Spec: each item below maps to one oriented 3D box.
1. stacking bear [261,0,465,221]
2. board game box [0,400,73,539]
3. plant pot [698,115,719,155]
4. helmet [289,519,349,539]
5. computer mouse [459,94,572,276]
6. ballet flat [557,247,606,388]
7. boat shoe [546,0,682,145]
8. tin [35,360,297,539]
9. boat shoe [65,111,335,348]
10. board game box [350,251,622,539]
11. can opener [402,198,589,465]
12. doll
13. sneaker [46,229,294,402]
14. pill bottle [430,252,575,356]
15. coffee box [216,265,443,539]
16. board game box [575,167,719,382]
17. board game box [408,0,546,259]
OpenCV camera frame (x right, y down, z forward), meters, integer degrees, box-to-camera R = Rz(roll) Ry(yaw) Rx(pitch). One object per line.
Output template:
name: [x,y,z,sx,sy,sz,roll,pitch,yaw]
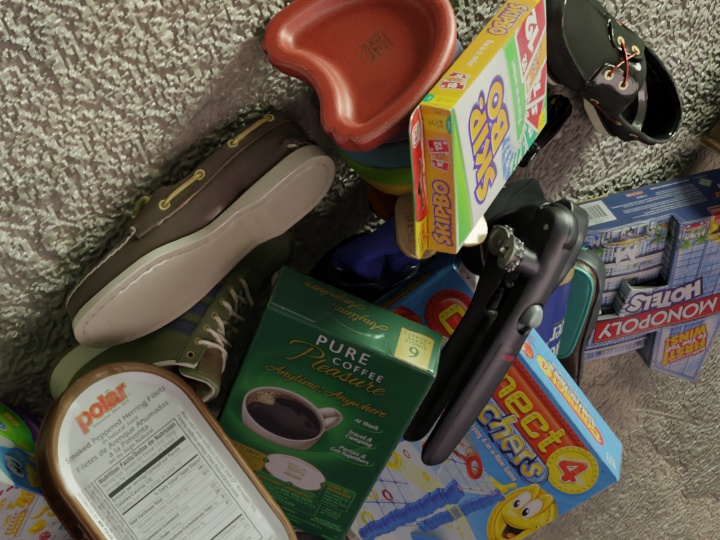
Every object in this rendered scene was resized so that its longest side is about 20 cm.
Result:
stacking bear: [0.029,-0.096,0.957,0.113,0.122,0.201,-35,149,-4]
board game box: [-0.269,0.133,0.880,0.105,0.103,0.200,-48,141,6]
plant pot: [0.416,-0.157,1.191,0.199,0.200,0.201,9,109,-45]
helmet: [-0.085,0.257,1.089,0.188,0.200,0.202,-20,135,-19]
computer mouse: [0.113,-0.070,1.033,0.034,0.201,0.058,44,133,-18]
ballet flat: [0.159,0.067,1.192,0.072,0.073,0.202,-7,125,-38]
boat shoe: [0.184,-0.155,1.060,0.201,0.062,0.075,35,73,-51]
tin: [-0.115,0.147,0.876,0.112,0.201,0.042,-36,178,-31]
boat shoe: [-0.110,-0.028,0.921,0.199,0.060,0.072,-38,153,-9]
board game box: [0.057,0.116,1.052,0.195,0.201,0.056,-36,-171,23]
can opener: [0.088,0.042,0.944,0.078,0.063,0.202,22,102,-33]
doll: [0.000,0.000,0.981,0.135,0.049,0.200,-13,167,-32]
sneaker: [-0.110,0.049,0.961,0.199,0.090,0.067,-38,140,-10]
pill bottle: [0.099,0.061,1.115,0.111,0.111,0.203,-8,116,-37]
coffee box: [-0.032,0.097,0.976,0.044,0.121,0.201,-70,-177,-48]
board game box: [0.254,0.021,1.258,0.197,0.062,0.202,-14,131,-17]
board game box: [0.077,-0.094,0.893,0.200,0.030,0.097,-49,142,-48]
